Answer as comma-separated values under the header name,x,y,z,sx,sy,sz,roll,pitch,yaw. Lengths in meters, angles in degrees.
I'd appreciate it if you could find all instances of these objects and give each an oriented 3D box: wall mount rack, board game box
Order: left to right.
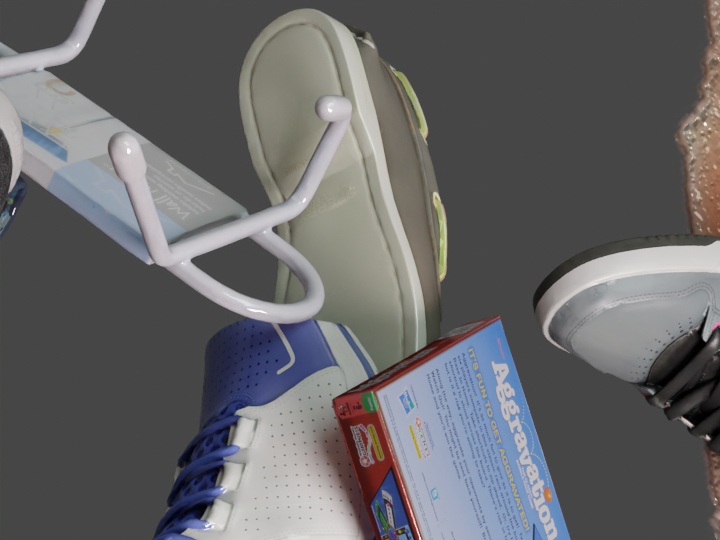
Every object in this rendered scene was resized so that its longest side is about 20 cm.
name,x,y,z,sx,sy,sz,roll,pitch,yaw
wall mount rack,-0.095,-0.058,0.832,0.200,0.075,0.174,34,23,16
board game box,0.051,0.124,0.831,0.103,0.019,0.200,-25,98,-58

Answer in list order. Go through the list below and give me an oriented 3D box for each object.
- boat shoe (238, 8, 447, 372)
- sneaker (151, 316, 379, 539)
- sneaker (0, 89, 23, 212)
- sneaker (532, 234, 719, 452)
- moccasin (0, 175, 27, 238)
name,x,y,z,sx,sy,sz,roll,pitch,yaw
boat shoe,0.002,-0.001,0.914,0.060,0.072,0.202,19,56,-52
sneaker,-0.050,0.101,0.803,0.115,0.081,0.200,13,56,-30
sneaker,-0.211,-0.025,0.724,0.199,0.073,0.112,4,37,7
sneaker,0.166,0.063,0.979,0.200,0.084,0.121,13,45,-29
moccasin,-0.157,0.021,0.780,0.068,0.081,0.200,19,52,-5
